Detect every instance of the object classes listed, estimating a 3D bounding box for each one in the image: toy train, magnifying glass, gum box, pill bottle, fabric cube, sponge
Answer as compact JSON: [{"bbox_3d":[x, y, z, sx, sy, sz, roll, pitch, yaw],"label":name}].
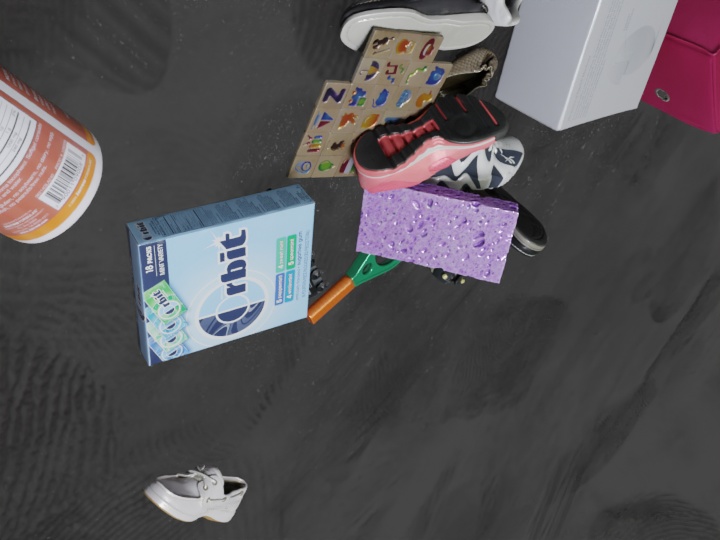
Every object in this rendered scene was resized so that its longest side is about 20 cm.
[{"bbox_3d":[-0.086,-0.028,1.008,0.046,0.034,0.200,-33,143,-9],"label":"toy train"},{"bbox_3d":[0.000,0.000,1.147,0.200,0.022,0.080,-43,146,-16],"label":"magnifying glass"},{"bbox_3d":[-0.152,0.005,0.918,0.199,0.045,0.170,-15,133,-26],"label":"gum box"},{"bbox_3d":[-0.299,-0.108,0.613,0.112,0.112,0.200,-51,146,-1],"label":"pill bottle"},{"bbox_3d":[0.519,-0.371,1.260,0.200,0.196,0.199,-49,146,-3],"label":"fabric cube"},{"bbox_3d":[0.096,-0.056,1.070,0.030,0.199,0.112,-73,174,-55],"label":"sponge"}]

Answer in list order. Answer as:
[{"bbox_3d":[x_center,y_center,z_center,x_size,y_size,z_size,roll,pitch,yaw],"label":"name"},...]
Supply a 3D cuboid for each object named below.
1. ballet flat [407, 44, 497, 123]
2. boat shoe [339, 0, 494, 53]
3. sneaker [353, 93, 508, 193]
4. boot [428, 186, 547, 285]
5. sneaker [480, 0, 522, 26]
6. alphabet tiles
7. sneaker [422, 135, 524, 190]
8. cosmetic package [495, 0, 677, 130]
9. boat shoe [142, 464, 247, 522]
[{"bbox_3d":[0.097,-0.218,1.032,0.200,0.046,0.068,-35,144,-19],"label":"ballet flat"},{"bbox_3d":[0.060,-0.286,0.917,0.199,0.061,0.074,-12,163,-27],"label":"boat shoe"},{"bbox_3d":[0.082,-0.150,1.002,0.199,0.074,0.087,-19,157,-11],"label":"sneaker"},{"bbox_3d":[0.173,-0.034,1.172,0.073,0.204,0.154,18,113,-29],"label":"boot"},{"bbox_3d":[0.194,-0.379,0.968,0.074,0.087,0.201,3,118,-48],"label":"sneaker"},{"bbox_3d":[0.016,-0.187,0.947,0.167,0.008,0.200,-7,139,-37],"label":"alphabet tiles"},{"bbox_3d":[0.160,-0.179,1.114,0.198,0.080,0.130,-16,141,-28],"label":"sneaker"},{"bbox_3d":[0.311,-0.320,1.126,0.200,0.123,0.200,-21,136,-39],"label":"cosmetic package"},{"bbox_3d":[-0.219,0.294,1.117,0.069,0.071,0.200,-52,155,-1],"label":"boat shoe"}]
